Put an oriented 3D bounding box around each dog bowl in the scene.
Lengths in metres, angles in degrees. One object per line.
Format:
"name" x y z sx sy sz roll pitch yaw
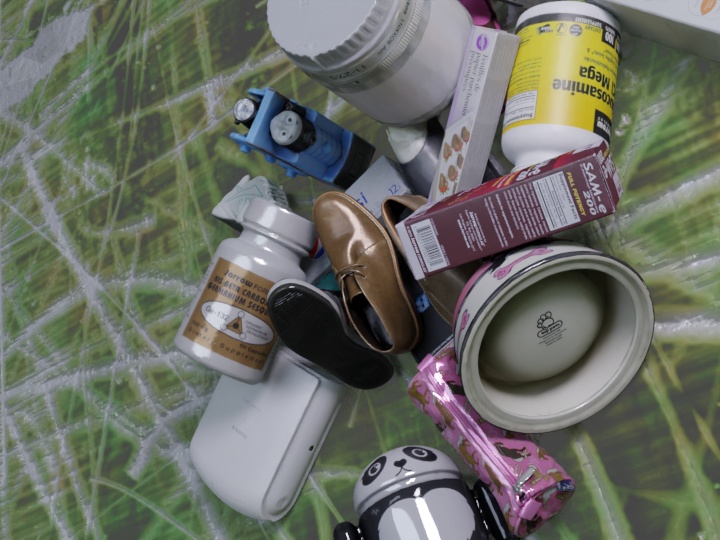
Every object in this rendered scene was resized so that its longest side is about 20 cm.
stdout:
"dog bowl" 0.177 0.056 1.002 0.200 0.200 0.074 -52 31 14

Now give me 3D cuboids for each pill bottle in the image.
"pill bottle" -0.128 0.022 1.218 0.114 0.114 0.200 23 87 41
"pill bottle" 0.210 -0.170 1.096 0.112 0.112 0.200 -1 75 39

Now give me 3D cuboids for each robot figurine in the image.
"robot figurine" 0.067 0.275 1.052 0.125 0.150 0.200 -45 51 35

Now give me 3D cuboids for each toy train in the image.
"toy train" -0.071 -0.159 1.269 0.114 0.200 0.087 22 89 30

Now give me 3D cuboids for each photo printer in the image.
"photo printer" -0.121 0.193 1.270 0.166 0.069 0.200 28 94 41

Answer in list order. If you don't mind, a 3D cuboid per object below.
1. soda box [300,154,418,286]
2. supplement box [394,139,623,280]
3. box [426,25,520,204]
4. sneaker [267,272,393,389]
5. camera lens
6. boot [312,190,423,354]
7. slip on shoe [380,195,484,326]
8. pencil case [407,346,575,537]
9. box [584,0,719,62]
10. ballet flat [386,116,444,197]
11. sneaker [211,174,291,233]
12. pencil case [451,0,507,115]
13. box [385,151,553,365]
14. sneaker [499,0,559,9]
"soda box" -0.009 -0.044 1.263 0.200 0.063 0.068 -44 53 20
"supplement box" 0.145 -0.059 0.998 0.200 0.109 0.061 -19 97 21
"box" 0.120 -0.157 1.110 0.039 0.041 0.200 30 115 43
"sneaker" -0.039 0.041 1.184 0.084 0.200 0.121 -33 41 15
"camera lens" 0.018 -0.254 1.101 0.160 0.200 0.160 -11 70 32
"boot" 0.000 0.000 1.128 0.074 0.075 0.200 -33 79 23
"slip on shoe" 0.085 -0.010 1.114 0.076 0.061 0.200 -43 53 21
"pencil case" 0.128 0.170 1.053 0.200 0.083 0.087 51 147 32
"box" 0.341 -0.291 1.040 0.200 0.097 0.124 33 97 40
"ballet flat" 0.059 -0.169 1.214 0.073 0.073 0.200 -30 42 28
"sneaker" -0.127 -0.083 1.354 0.200 0.070 0.080 22 80 54
"pencil case" 0.118 -0.275 1.219 0.091 0.094 0.200 -33 58 27
"box" 0.114 -0.006 1.162 0.200 0.050 0.199 -43 52 21
"sneaker" 0.129 -0.380 1.179 0.077 0.202 0.146 -46 49 39
